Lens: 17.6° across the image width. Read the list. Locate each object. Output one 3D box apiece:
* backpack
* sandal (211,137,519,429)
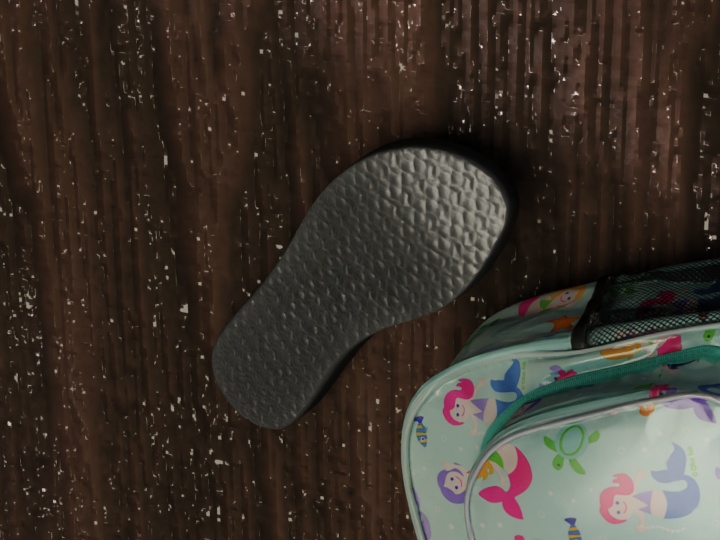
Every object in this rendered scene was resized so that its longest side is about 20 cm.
[{"bbox_3d":[0.117,0.096,1.004,0.199,0.151,0.179,-6,109,30],"label":"backpack"},{"bbox_3d":[-0.001,0.000,1.070,0.076,0.043,0.200,53,131,2],"label":"sandal"}]
